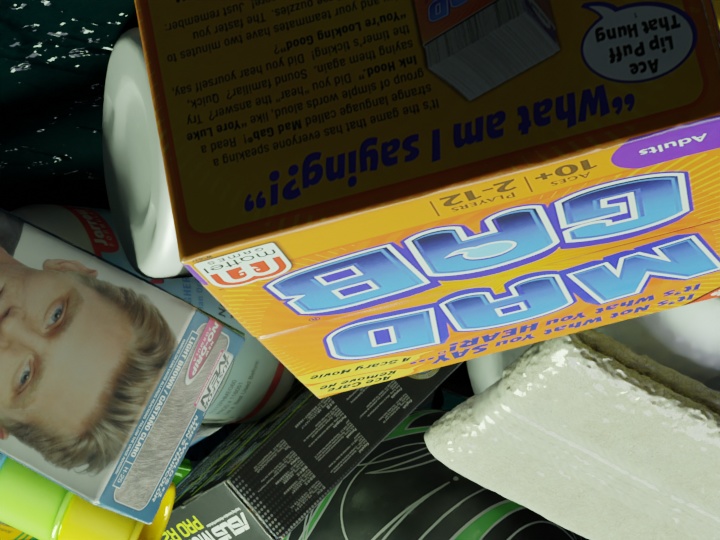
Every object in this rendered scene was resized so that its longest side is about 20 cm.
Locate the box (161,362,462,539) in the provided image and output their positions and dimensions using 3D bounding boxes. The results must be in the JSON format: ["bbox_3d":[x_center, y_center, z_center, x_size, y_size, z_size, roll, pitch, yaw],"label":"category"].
[{"bbox_3d":[-0.025,0.084,1.426,0.200,0.044,0.160,-43,-174,-31],"label":"box"}]

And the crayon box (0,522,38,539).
[{"bbox_3d":[-0.276,0.143,1.453,0.199,0.051,0.127,-18,159,24],"label":"crayon box"}]

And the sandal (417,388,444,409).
[{"bbox_3d":[0.009,0.120,1.655,0.200,0.045,0.075,-41,171,-32],"label":"sandal"}]

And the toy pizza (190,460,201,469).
[{"bbox_3d":[-0.154,0.157,1.593,0.199,0.032,0.200,-11,163,-3],"label":"toy pizza"}]

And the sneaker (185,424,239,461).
[{"bbox_3d":[-0.091,0.100,1.641,0.199,0.077,0.111,-13,167,-11],"label":"sneaker"}]

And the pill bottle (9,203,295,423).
[{"bbox_3d":[-0.133,0.022,1.365,0.200,0.109,0.109,4,155,-38],"label":"pill bottle"}]

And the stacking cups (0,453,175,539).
[{"bbox_3d":[-0.194,0.096,1.339,0.199,0.061,0.061,23,164,11],"label":"stacking cups"}]

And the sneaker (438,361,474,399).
[{"bbox_3d":[0.101,0.061,1.663,0.199,0.076,0.115,-2,161,-28],"label":"sneaker"}]

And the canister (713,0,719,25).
[{"bbox_3d":[0.211,-0.082,1.265,0.148,0.087,0.200,18,158,5],"label":"canister"}]

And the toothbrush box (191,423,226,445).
[{"bbox_3d":[-0.196,0.067,1.487,0.200,0.086,0.146,5,155,-37],"label":"toothbrush box"}]

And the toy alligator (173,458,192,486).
[{"bbox_3d":[-0.146,0.180,1.525,0.059,0.054,0.200,17,134,-27],"label":"toy alligator"}]

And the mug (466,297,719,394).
[{"bbox_3d":[0.139,0.011,1.475,0.200,0.148,0.175,26,143,-11],"label":"mug"}]

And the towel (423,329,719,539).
[{"bbox_3d":[0.151,0.101,1.438,0.200,0.035,0.133,28,135,-21],"label":"towel"}]

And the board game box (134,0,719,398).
[{"bbox_3d":[0.035,-0.090,1.017,0.199,0.200,0.200,-14,160,9],"label":"board game box"}]

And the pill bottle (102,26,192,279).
[{"bbox_3d":[-0.009,-0.059,1.207,0.199,0.115,0.114,-5,159,-19],"label":"pill bottle"}]

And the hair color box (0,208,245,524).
[{"bbox_3d":[-0.164,0.028,1.222,0.200,0.100,0.061,25,175,25],"label":"hair color box"}]

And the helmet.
[{"bbox_3d":[0.029,0.177,1.530,0.200,0.200,0.191,-26,130,34],"label":"helmet"}]
